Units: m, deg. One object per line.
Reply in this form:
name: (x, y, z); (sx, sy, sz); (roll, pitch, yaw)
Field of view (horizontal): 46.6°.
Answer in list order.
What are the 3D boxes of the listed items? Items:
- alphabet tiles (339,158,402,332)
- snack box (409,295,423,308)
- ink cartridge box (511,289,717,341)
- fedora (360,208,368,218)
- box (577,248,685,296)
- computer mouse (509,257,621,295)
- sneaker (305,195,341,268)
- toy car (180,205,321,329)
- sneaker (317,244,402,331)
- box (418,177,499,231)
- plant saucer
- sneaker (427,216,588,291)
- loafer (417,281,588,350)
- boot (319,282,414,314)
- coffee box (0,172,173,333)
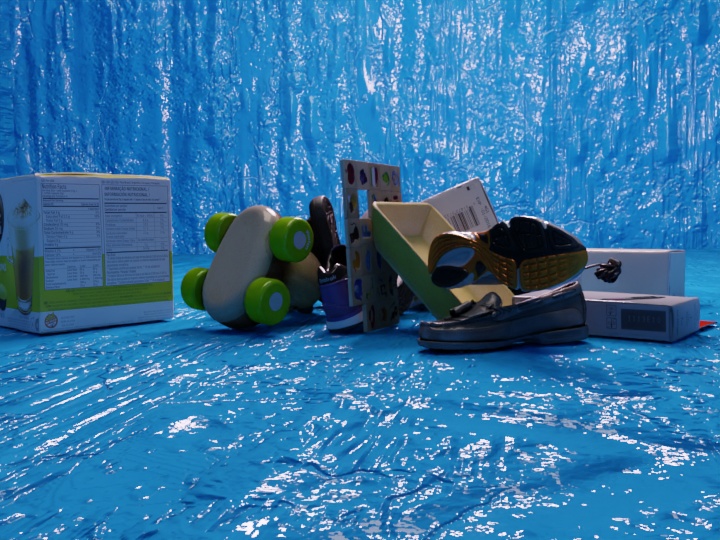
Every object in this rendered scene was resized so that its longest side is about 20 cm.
alphabet tiles: (0.021, -0.031, 1.038); (0.007, 0.206, 0.166); (-3, 2, 26)
snack box: (0.178, -0.001, 1.252); (0.197, 0.054, 0.141); (-23, -11, 35)
ink cartridge box: (0.309, 0.048, 1.009); (0.197, 0.045, 0.172); (2, 6, 40)
fedora: (0.044, -0.024, 1.439); (0.089, 0.203, 0.176); (31, 47, 21)
box: (0.402, 0.006, 1.313); (0.197, 0.085, 0.068); (4, 5, 43)
computer mouse: (0.286, 0.023, 1.227); (0.195, 0.045, 0.109); (-14, -4, 13)
sneaker: (-0.076, -0.022, 1.189); (0.101, 0.061, 0.202); (-6, -39, 9)
toy car: (-0.105, 0.025, 1.110); (0.162, 0.161, 0.199); (7, -21, 42)
sneaker: (0.000, 0.000, 1.084); (0.074, 0.090, 0.200); (-14, 13, 20)
box: (0.160, -0.070, 1.476); (0.125, 0.111, 0.200); (-23, -7, -3)
plant saucer: (0.103, 0.002, 1.053); (0.049, 0.201, 0.199); (-46, -16, 20)
sneaker: (0.167, -0.018, 0.897); (0.090, 0.078, 0.198); (-2, 2, -40)
loafer: (0.151, 0.047, 0.892); (0.195, 0.065, 0.072); (-2, 4, -18)
boot: (0.023, -0.014, 1.270); (0.066, 0.166, 0.198); (45, -23, -27)
coffee box: (-0.394, -0.030, 1.166); (0.197, 0.203, 0.197); (-5, 5, -44)
